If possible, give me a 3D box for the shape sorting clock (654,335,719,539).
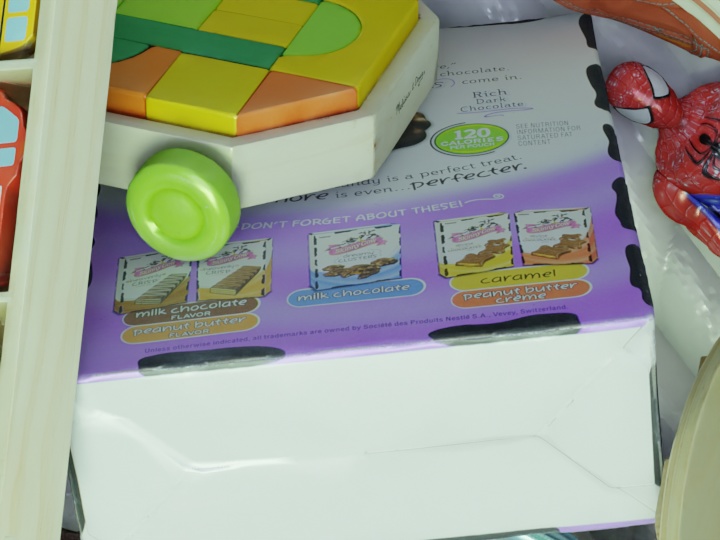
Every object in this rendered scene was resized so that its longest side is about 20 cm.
[{"bbox_3d":[0.139,0.104,0.791,0.039,0.200,0.202,-5,99,33],"label":"shape sorting clock"}]

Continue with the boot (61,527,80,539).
[{"bbox_3d":[-0.196,0.159,0.930,0.198,0.072,0.168,5,86,2],"label":"boot"}]

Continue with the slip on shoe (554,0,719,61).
[{"bbox_3d":[0.109,-0.103,0.876,0.199,0.061,0.075,21,76,-19],"label":"slip on shoe"}]

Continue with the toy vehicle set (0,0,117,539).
[{"bbox_3d":[-0.130,-0.020,0.752,0.124,0.026,0.202,-3,77,34],"label":"toy vehicle set"}]

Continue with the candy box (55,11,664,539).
[{"bbox_3d":[0.000,0.000,0.822,0.166,0.200,0.072,-6,120,3],"label":"candy box"}]

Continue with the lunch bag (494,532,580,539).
[{"bbox_3d":[0.053,0.141,0.862,0.199,0.161,0.077,29,58,-2],"label":"lunch bag"}]

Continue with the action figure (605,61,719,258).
[{"bbox_3d":[0.166,-0.010,0.898,0.199,0.052,0.066,34,101,0],"label":"action figure"}]

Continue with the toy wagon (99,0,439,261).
[{"bbox_3d":[-0.080,-0.071,0.829,0.199,0.155,0.040,13,125,15],"label":"toy wagon"}]
